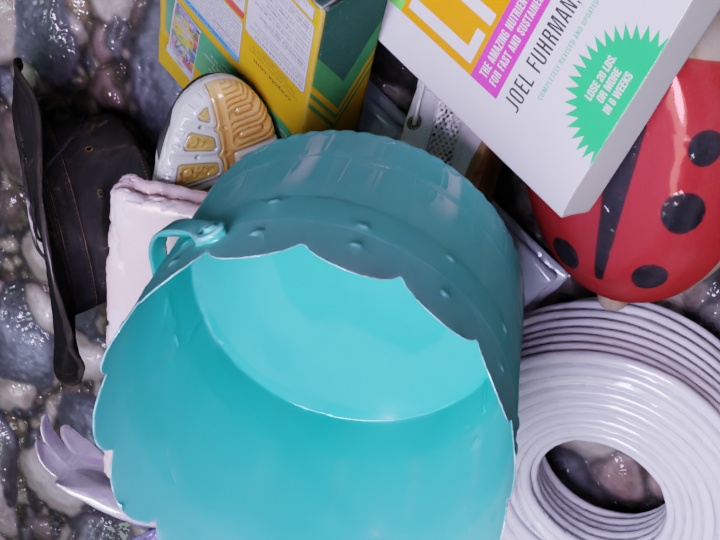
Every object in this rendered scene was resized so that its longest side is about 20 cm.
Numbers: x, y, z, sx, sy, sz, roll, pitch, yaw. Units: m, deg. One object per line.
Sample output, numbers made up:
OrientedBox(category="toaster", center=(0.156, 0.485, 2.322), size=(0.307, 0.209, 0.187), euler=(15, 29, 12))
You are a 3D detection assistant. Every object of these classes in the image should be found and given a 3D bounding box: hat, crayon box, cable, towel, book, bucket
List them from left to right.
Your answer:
OrientedBox(category="hat", center=(-0.162, -0.034, 0.971), size=(0.080, 0.201, 0.203), euler=(-9, 119, -15))
OrientedBox(category="crayon box", center=(-0.051, -0.136, 0.842), size=(0.126, 0.051, 0.200), euler=(49, 157, 15))
OrientedBox(category="towel", center=(-0.046, 0.053, 0.858), size=(0.189, 0.032, 0.202), euler=(11, 124, 5))
OrientedBox(category="bucket", center=(-0.016, 0.044, 0.744), size=(0.204, 0.135, 0.209), euler=(6, 123, 8))
OrientedBox(category="book", center=(0.070, -0.142, 0.771), size=(0.200, 0.048, 0.134), euler=(46, 124, 26))
OrientedBox(category="cable", center=(0.137, 0.114, 0.902), size=(0.198, 0.069, 0.202), euler=(-5, 117, 27))

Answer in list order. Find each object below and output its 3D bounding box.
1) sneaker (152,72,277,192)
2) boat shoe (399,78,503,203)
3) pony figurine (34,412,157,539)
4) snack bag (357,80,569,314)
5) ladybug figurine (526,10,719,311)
OrientedBox(category="sneaker", center=(-0.091, -0.039, 0.900), size=(0.201, 0.075, 0.088), euler=(93, 154, -45))
OrientedBox(category="boat shoe", center=(0.034, -0.046, 0.864), size=(0.069, 0.071, 0.202), euler=(24, 108, 15))
OrientedBox(category="pony figurine", center=(-0.097, 0.130, 1.016), size=(0.191, 0.167, 0.201), euler=(26, 141, 6))
OrientedBox(category="snack bag", center=(0.000, 0.000, 0.957), size=(0.188, 0.021, 0.200), euler=(42, 127, 3))
OrientedBox(category="ladybug figurine", center=(0.142, -0.066, 0.805), size=(0.134, 0.072, 0.202), euler=(14, 118, 21))
